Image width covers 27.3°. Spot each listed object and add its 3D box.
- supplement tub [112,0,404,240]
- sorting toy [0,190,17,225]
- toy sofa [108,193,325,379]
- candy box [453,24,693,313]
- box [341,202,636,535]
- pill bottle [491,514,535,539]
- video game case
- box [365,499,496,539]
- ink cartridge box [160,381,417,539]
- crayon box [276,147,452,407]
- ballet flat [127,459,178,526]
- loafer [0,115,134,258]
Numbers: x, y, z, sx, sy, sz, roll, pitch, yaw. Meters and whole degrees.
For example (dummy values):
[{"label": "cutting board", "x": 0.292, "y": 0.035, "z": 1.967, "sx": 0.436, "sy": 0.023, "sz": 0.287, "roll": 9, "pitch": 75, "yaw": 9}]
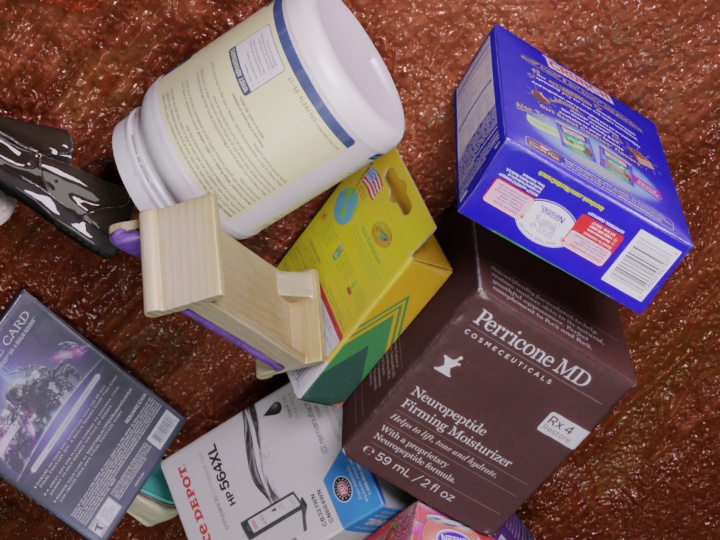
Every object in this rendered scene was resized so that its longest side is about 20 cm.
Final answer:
[{"label": "supplement tub", "x": -0.081, "y": -0.115, "z": 1.164, "sx": 0.199, "sy": 0.146, "sz": 0.145, "roll": -30, "pitch": 117, "yaw": 18}, {"label": "sorting toy", "x": -0.402, "y": -0.002, "z": 1.221, "sx": 0.199, "sy": 0.181, "sz": 0.107, "roll": -34, "pitch": 116, "yaw": 20}, {"label": "toy sofa", "x": -0.109, "y": 0.020, "z": 1.155, "sx": 0.096, "sy": 0.084, "sz": 0.200, "roll": -14, "pitch": 157, "yaw": 18}, {"label": "candy box", "x": 0.157, "y": -0.082, "z": 1.145, "sx": 0.168, "sy": 0.201, "sz": 0.077, "roll": 28, "pitch": 120, "yaw": -14}, {"label": "box", "x": 0.102, "y": 0.078, "z": 1.266, "sx": 0.165, "sy": 0.165, "sz": 0.201, "roll": 30, "pitch": 118, "yaw": -17}, {"label": "pill bottle", "x": 0.103, "y": 0.263, "z": 1.412, "sx": 0.111, "sy": 0.112, "sz": 0.201, "roll": -29, "pitch": 117, "yaw": 18}, {"label": "video game case", "x": -0.271, "y": 0.135, "z": 1.343, "sx": 0.200, "sy": 0.144, "sz": 0.019, "roll": 41, "pitch": 159, "yaw": -21}, {"label": "box", "x": 0.033, "y": 0.298, "z": 1.303, "sx": 0.102, "sy": 0.095, "sz": 0.200, "roll": 28, "pitch": 137, "yaw": -16}, {"label": "ink cartridge box", "x": -0.066, "y": 0.196, "z": 1.348, "sx": 0.199, "sy": 0.147, "sz": 0.084, "roll": -33, "pitch": 157, "yaw": 19}, {"label": "crayon box", "x": 0.000, "y": 0.000, "z": 1.240, "sx": 0.050, "sy": 0.128, "sz": 0.201, "roll": 16, "pitch": 125, "yaw": -38}, {"label": "ballet flat", "x": -0.254, "y": 0.180, "z": 1.402, "sx": 0.199, "sy": 0.070, "sz": 0.069, "roll": 38, "pitch": 115, "yaw": -21}, {"label": "loafer", "x": -0.271, "y": -0.092, "z": 1.237, "sx": 0.199, "sy": 0.073, "sz": 0.072, "roll": 37, "pitch": 80, "yaw": -15}]
